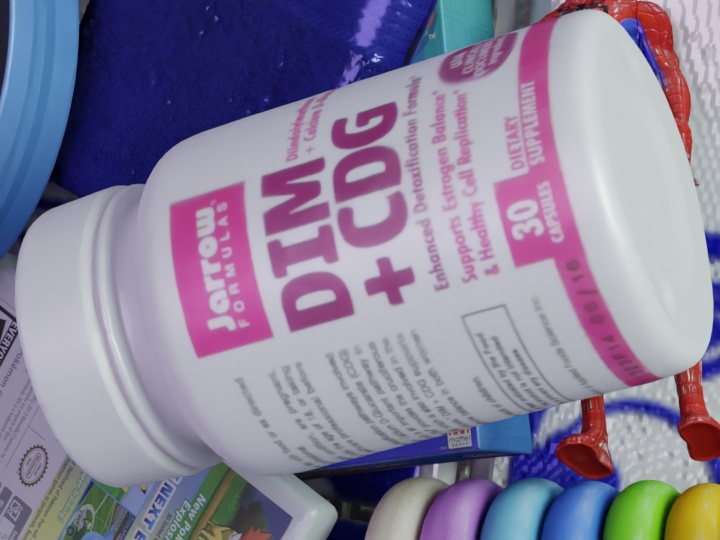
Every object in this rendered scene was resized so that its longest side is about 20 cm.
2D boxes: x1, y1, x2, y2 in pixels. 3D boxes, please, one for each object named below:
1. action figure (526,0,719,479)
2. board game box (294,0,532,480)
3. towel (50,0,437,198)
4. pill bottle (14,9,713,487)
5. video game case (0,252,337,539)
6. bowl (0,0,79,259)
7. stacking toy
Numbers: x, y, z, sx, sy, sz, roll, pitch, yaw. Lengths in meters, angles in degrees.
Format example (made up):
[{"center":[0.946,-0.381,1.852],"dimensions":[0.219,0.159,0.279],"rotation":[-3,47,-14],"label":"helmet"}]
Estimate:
[{"center":[0.084,-0.034,0.811],"dimensions":[0.065,0.052,0.201],"rotation":[-13,62,17],"label":"action figure"},{"center":[-0.019,-0.023,0.891],"dimensions":[0.151,0.045,0.202],"rotation":[-11,79,30],"label":"board game box"},{"center":[-0.030,-0.099,0.856],"dimensions":[0.147,0.049,0.201],"rotation":[33,102,37],"label":"towel"},{"center":[0.000,0.000,0.746],"dimensions":[0.199,0.113,0.114],"rotation":[-17,77,21],"label":"pill bottle"},{"center":[-0.122,0.123,0.884],"dimensions":[0.182,0.022,0.201],"rotation":[35,101,29],"label":"video game case"},{"center":[-0.178,-0.081,0.917],"dimensions":[0.200,0.039,0.202],"rotation":[-7,81,46],"label":"bowl"},{"center":[0.103,0.104,0.792],"dimensions":[0.199,0.085,0.086],"rotation":[-7,82,25],"label":"stacking toy"}]
